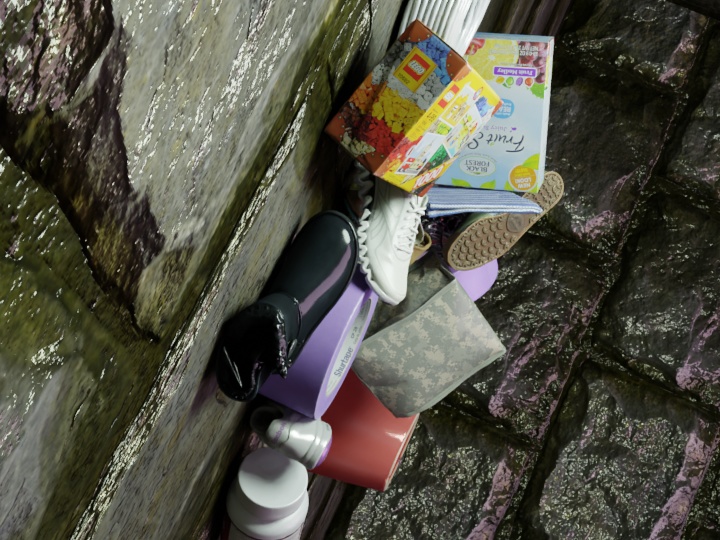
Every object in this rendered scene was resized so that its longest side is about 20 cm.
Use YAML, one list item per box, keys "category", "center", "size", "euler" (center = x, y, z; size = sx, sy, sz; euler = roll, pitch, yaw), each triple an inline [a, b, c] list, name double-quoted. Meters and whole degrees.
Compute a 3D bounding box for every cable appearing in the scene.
- category: "cable"
  center: [0.102, -0.309, 1.327]
  size: [0.200, 0.069, 0.201]
  euler: [-14, 127, -80]

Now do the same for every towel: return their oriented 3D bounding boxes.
- category: "towel"
  center: [0.137, -0.086, 1.425]
  size: [0.200, 0.144, 0.024]
  euler: [-126, -144, -77]

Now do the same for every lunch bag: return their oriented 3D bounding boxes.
- category: "lunch bag"
  center: [0.077, 0.099, 1.576]
  size: [0.200, 0.164, 0.118]
  euler: [-37, -147, 3]

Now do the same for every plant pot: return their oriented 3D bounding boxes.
- category: "plant pot"
  center: [-0.011, 0.258, 1.806]
  size: [0.200, 0.177, 0.201]
  euler: [24, 90, -82]

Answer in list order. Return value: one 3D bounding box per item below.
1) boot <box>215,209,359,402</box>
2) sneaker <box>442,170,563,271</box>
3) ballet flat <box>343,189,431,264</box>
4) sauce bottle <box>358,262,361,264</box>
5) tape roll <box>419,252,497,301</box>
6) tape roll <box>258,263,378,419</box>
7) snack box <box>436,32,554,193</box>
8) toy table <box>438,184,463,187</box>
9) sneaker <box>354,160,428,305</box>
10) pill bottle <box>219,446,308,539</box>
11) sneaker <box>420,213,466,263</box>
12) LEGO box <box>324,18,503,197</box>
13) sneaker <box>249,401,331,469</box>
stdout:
- category: "boot"
  center: [-0.072, 0.034, 1.145]
  size: [0.201, 0.076, 0.168]
  euler: [-61, 176, 7]
- category: "sneaker"
  center: [0.187, -0.077, 1.563]
  size: [0.200, 0.067, 0.090]
  euler: [-38, -154, -8]
- category: "ballet flat"
  center: [0.040, -0.067, 1.451]
  size: [0.063, 0.069, 0.200]
  euler: [-30, 153, 10]
- category: "sauce bottle"
  center: [0.000, 0.000, 1.556]
  size: [0.200, 0.065, 0.065]
  euler: [85, 30, -75]
- category: "tape roll"
  center: [0.108, -0.014, 1.706]
  size: [0.200, 0.199, 0.066]
  euler: [-58, 141, -46]
- category: "tape roll"
  center: [-0.051, 0.078, 1.382]
  size: [0.200, 0.085, 0.201]
  euler: [24, 90, -81]
- category: "snack box"
  center: [0.165, -0.212, 1.477]
  size: [0.068, 0.168, 0.201]
  euler: [-49, 142, -64]
- category: "toy table"
  center: [0.133, -0.148, 1.660]
  size: [0.200, 0.183, 0.118]
  euler: [22, 76, -76]
- category: "sneaker"
  center: [0.040, -0.059, 1.329]
  size: [0.075, 0.081, 0.201]
  euler: [21, 62, -58]
- category: "pill bottle"
  center: [-0.128, 0.327, 1.485]
  size: [0.200, 0.109, 0.110]
  euler: [104, 12, -47]
- category: "sneaker"
  center: [0.107, -0.059, 1.600]
  size: [0.075, 0.199, 0.081]
  euler: [97, -2, -68]
- category: "LEGO box"
  center: [0.064, -0.169, 1.206]
  size: [0.149, 0.077, 0.200]
  euler: [-49, 165, 10]
- category: "sneaker"
  center: [-0.097, 0.189, 1.439]
  size: [0.075, 0.099, 0.200]
  euler: [-62, -165, 0]
